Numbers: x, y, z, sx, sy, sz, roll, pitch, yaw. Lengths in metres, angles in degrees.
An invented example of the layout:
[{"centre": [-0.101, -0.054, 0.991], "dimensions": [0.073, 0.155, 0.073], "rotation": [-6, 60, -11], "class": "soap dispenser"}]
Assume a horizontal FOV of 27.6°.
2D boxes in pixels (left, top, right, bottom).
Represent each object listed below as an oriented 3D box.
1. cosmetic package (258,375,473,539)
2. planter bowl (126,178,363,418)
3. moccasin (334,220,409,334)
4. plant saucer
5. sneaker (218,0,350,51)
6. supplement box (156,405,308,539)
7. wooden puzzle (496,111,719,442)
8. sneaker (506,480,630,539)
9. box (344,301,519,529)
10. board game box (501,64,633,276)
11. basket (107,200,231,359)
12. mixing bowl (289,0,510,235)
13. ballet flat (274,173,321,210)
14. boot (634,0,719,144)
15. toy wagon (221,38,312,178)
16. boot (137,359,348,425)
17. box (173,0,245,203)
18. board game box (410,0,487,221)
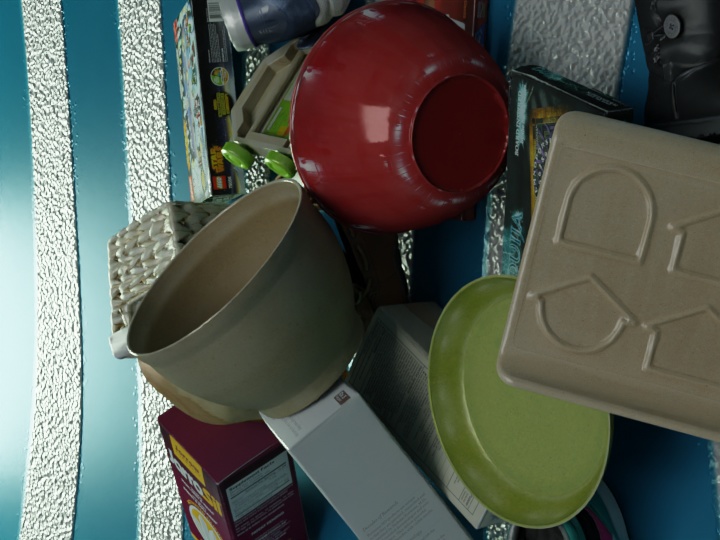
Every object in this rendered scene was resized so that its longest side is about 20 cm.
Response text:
[{"centre": [0.008, 0.185, 1.283], "dimensions": [0.200, 0.081, 0.113], "rotation": [52, 174, -19], "class": "cosmetic package"}, {"centre": [-0.082, 0.040, 1.253], "dimensions": [0.200, 0.201, 0.135], "rotation": [-18, 123, 46], "class": "planter bowl"}, {"centre": [0.001, 0.001, 1.335], "dimensions": [0.202, 0.077, 0.074], "rotation": [85, 161, -45], "class": "moccasin"}, {"centre": [0.129, 0.101, 1.154], "dimensions": [0.199, 0.031, 0.201], "rotation": [15, 110, 48], "class": "plant saucer"}, {"centre": [-0.062, -0.285, 1.428], "dimensions": [0.200, 0.146, 0.081], "rotation": [-98, -12, -60], "class": "sneaker"}, {"centre": [-0.122, 0.216, 1.454], "dimensions": [0.110, 0.085, 0.201], "rotation": [40, 151, 37], "class": "supplement box"}, {"centre": [0.207, 0.003, 1.044], "dimensions": [0.184, 0.046, 0.201], "rotation": [14, 95, 8], "class": "wooden puzzle"}, {"centre": [0.182, 0.256, 1.170], "dimensions": [0.084, 0.120, 0.201], "rotation": [-47, 61, 38], "class": "sneaker"}, {"centre": [0.083, 0.123, 1.295], "dimensions": [0.200, 0.077, 0.095], "rotation": [46, 124, 34], "class": "box"}, {"centre": [0.157, -0.047, 1.142], "dimensions": [0.135, 0.028, 0.201], "rotation": [-140, 46, -56], "class": "board game box"}, {"centre": [-0.137, 0.012, 1.439], "dimensions": [0.135, 0.199, 0.124], "rotation": [-26, 68, 44], "class": "basket"}, {"centre": [0.053, -0.117, 1.204], "dimensions": [0.108, 0.199, 0.201], "rotation": [23, 110, 57], "class": "mixing bowl"}, {"centre": [-0.015, -0.086, 1.372], "dimensions": [0.200, 0.063, 0.069], "rotation": [-15, 83, 55], "class": "ballet flat"}, {"centre": [0.271, -0.197, 1.084], "dimensions": [0.164, 0.065, 0.201], "rotation": [-4, 87, 45], "class": "boot"}, {"centre": [-0.044, -0.158, 1.381], "dimensions": [0.199, 0.040, 0.156], "rotation": [16, 71, 47], "class": "toy wagon"}, {"centre": [-0.105, 0.097, 1.392], "dimensions": [0.200, 0.144, 0.071], "rotation": [23, 106, -1], "class": "boot"}, {"centre": [-0.157, -0.170, 1.512], "dimensions": [0.137, 0.040, 0.201], "rotation": [168, 96, -76], "class": "box"}, {"centre": [0.067, -0.150, 1.331], "dimensions": [0.103, 0.019, 0.201], "rotation": [11, 101, 45], "class": "board game box"}]
